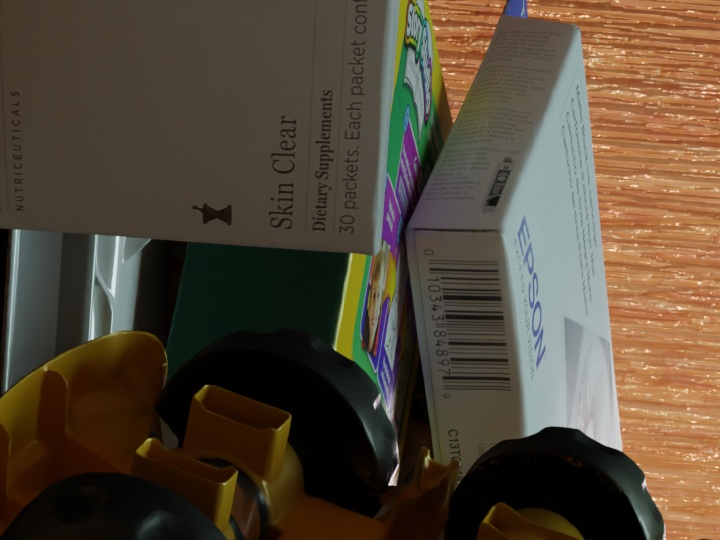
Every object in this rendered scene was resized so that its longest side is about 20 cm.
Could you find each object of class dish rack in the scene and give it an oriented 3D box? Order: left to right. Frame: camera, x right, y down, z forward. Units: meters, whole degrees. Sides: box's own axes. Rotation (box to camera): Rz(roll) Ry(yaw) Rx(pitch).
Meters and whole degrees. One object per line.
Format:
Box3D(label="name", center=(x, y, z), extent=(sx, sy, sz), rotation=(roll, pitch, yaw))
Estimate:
Box3D(label="dish rack", center=(-0.081, 0.021, 0.962), extent=(0.200, 0.043, 0.172), rotation=(-63, 159, -83))

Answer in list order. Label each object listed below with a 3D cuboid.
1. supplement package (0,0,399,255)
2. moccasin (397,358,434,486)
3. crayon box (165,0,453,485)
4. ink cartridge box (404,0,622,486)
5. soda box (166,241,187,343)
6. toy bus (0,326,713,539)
Box3D(label="supplement package", center=(-0.041, -0.130, 0.728), extent=(0.156, 0.111, 0.200), rotation=(-85, 178, -48))
Box3D(label="moccasin", center=(-0.002, 0.000, 1.191), extent=(0.078, 0.073, 0.202), rotation=(90, -10, -50))
Box3D(label="crayon box", center=(-0.013, -0.008, 1.037), extent=(0.200, 0.058, 0.173), rotation=(73, 25, -70))
Box3D(label="ink cartridge box", center=(0.067, 0.014, 1.137), extent=(0.200, 0.041, 0.200), rotation=(-68, 155, -53))
Box3D(label="soda box", center=(-0.062, -0.040, 1.111), extent=(0.068, 0.063, 0.200), rotation=(-83, 176, -61))
Box3D(label="toy bus", center=(-0.016, 0.134, 0.816), extent=(0.136, 0.200, 0.192), rotation=(-42, 146, -61))
